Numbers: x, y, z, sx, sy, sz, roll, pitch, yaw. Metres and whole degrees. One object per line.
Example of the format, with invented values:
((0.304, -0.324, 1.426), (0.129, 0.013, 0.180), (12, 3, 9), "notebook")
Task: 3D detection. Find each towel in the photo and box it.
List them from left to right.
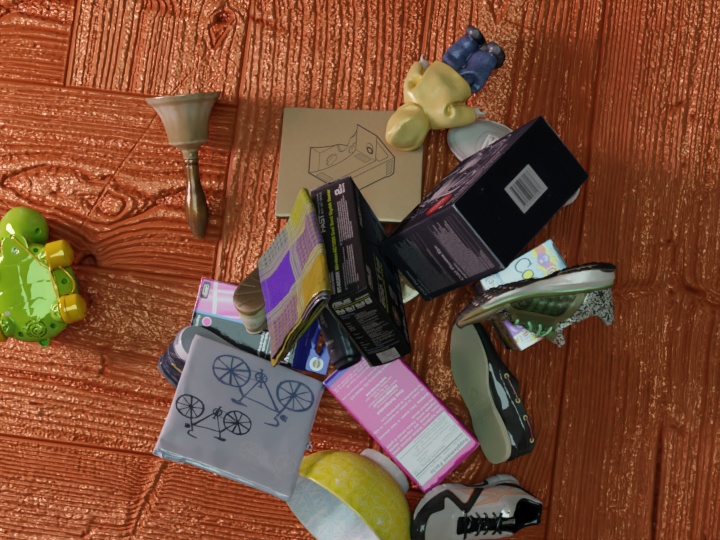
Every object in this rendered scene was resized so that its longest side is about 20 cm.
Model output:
((-0.086, 0.007, 1.421), (0.023, 0.200, 0.144), (16, 130, -26), "towel")

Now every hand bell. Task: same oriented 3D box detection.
((-0.233, -0.144, 1.576), (0.104, 0.104, 0.200), (-6, 98, 2), "hand bell")

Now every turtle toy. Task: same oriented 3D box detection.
((-0.451, 0.008, 1.557), (0.145, 0.101, 0.200), (-14, 85, 1), "turtle toy")

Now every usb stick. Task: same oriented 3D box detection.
((-0.045, 0.029, 1.479), (0.033, 0.055, 0.200), (-8, 74, -38), "usb stick")

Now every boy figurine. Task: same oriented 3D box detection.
((0.113, -0.237, 1.549), (0.124, 0.064, 0.200), (39, 81, 13), "boy figurine")

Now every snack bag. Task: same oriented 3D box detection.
((-0.148, 0.188, 1.442), (0.188, 0.021, 0.200), (22, 45, -9), "snack bag")

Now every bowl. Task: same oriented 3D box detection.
((0.000, 0.300, 1.492), (0.200, 0.200, 0.108), (42, 62, 4), "bowl")

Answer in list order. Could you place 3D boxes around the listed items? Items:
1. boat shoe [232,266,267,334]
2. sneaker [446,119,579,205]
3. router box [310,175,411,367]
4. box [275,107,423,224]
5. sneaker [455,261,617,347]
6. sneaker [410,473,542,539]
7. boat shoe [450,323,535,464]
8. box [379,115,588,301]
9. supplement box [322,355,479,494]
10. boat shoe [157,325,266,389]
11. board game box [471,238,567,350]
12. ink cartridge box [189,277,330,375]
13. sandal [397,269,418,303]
((-0.092, 0.002, 1.550), (0.073, 0.063, 0.201), (24, 59, 29), "boat shoe")
((0.212, -0.156, 1.542), (0.200, 0.092, 0.076), (25, 87, 4), "sneaker")
((0.000, 0.000, 1.457), (0.062, 0.150, 0.200), (-21, 48, 14), "router box")
((-0.013, -0.146, 1.574), (0.200, 0.021, 0.164), (3, 76, 3), "box")
((0.213, 0.053, 1.341), (0.200, 0.077, 0.089), (-14, 93, 4), "sneaker")
((0.153, 0.315, 1.471), (0.200, 0.080, 0.074), (-11, 111, -34), "sneaker")
((0.177, 0.159, 1.542), (0.063, 0.074, 0.202), (-9, 73, -34), "boat shoe")
((0.154, -0.076, 1.444), (0.104, 0.182, 0.200), (50, 59, -7), "box")
((0.055, 0.190, 1.523), (0.103, 0.101, 0.200), (-42, 86, -1), "supplement box")
((-0.178, 0.152, 1.553), (0.200, 0.091, 0.071), (35, 49, -12), "boat shoe")
((0.217, 0.036, 1.476), (0.103, 0.200, 0.105), (-30, 85, 0), "board game box")
((-0.134, 0.078, 1.573), (0.200, 0.037, 0.095), (13, 86, 1), "ink cartridge box")
((0.089, -0.016, 1.550), (0.211, 0.070, 0.078), (-29, 86, 1), "sandal")
